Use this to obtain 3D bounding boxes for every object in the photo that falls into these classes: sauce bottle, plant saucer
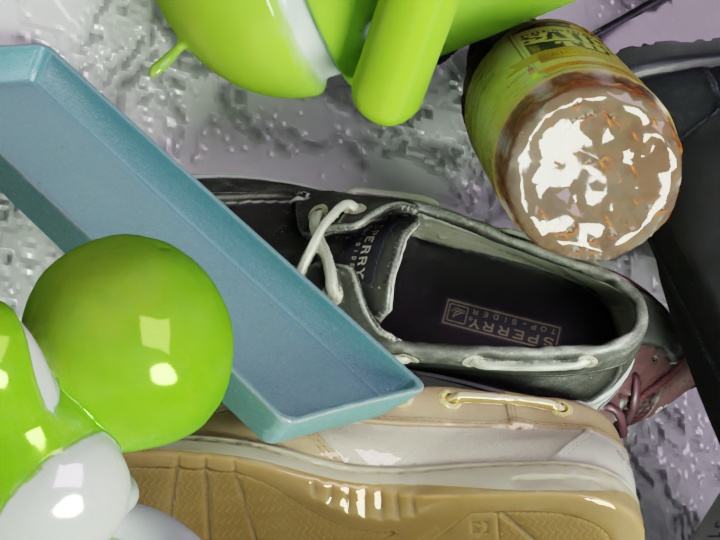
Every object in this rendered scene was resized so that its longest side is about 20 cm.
[{"bbox_3d":[0.068,-0.059,0.804,0.066,0.200,0.066,-2,107,-5],"label":"sauce bottle"},{"bbox_3d":[-0.069,-0.012,0.711,0.200,0.019,0.070,40,30,28],"label":"plant saucer"}]

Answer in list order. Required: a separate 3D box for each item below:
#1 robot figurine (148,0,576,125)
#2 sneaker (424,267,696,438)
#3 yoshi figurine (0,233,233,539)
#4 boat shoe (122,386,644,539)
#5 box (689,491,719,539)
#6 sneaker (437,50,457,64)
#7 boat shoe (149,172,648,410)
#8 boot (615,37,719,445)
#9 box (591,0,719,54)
[{"bbox_3d":[0.010,-0.132,0.787,0.116,0.199,0.176,61,12,-54],"label":"robot figurine"},{"bbox_3d":[0.083,0.073,0.813,0.115,0.076,0.201,-10,81,-18],"label":"sneaker"},{"bbox_3d":[-0.059,0.070,0.638,0.112,0.112,0.201,-70,148,-44],"label":"yoshi figurine"},{"bbox_3d":[-0.006,0.071,0.740,0.199,0.074,0.069,5,37,1],"label":"boat shoe"},{"bbox_3d":[0.186,0.192,0.817,0.184,0.105,0.201,-50,124,-36],"label":"box"},{"bbox_3d":[0.030,-0.180,0.895,0.082,0.070,0.201,14,75,15],"label":"sneaker"},{"bbox_3d":[0.000,0.000,0.755,0.199,0.064,0.071,11,68,-1],"label":"boat shoe"},{"bbox_3d":[0.187,-0.010,0.823,0.164,0.066,0.200,-11,45,-9],"label":"boot"},{"bbox_3d":[0.196,-0.043,0.937,0.143,0.036,0.201,-30,93,-7],"label":"box"}]
